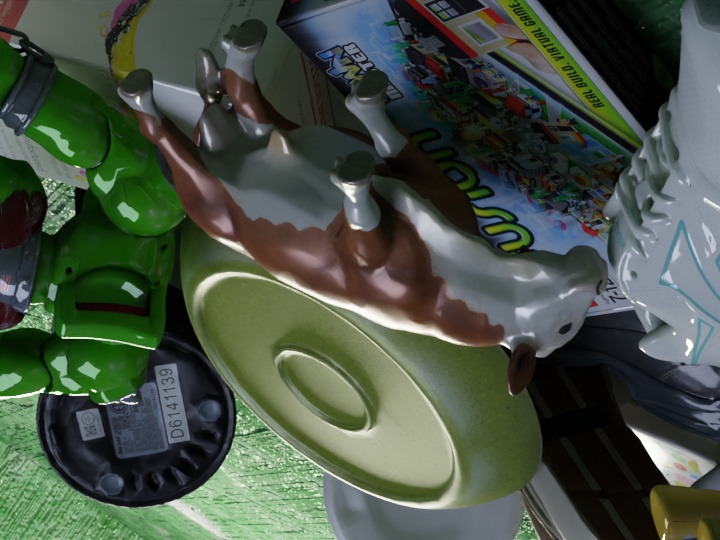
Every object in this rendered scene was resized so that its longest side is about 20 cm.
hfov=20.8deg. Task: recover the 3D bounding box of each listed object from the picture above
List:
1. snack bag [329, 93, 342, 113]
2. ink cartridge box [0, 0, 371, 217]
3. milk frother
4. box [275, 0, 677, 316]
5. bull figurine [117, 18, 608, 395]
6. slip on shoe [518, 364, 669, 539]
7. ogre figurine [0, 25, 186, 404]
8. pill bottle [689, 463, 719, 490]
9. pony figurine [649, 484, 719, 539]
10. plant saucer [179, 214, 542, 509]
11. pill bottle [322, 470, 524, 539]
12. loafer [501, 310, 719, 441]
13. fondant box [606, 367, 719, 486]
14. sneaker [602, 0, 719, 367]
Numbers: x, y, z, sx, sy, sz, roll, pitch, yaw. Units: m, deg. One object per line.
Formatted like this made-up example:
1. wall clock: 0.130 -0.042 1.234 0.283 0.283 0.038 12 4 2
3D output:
1. snack bag: -0.074 -0.084 0.973 0.187 0.022 0.200 4 149 36
2. ink cartridge box: -0.078 -0.079 0.881 0.198 0.068 0.117 15 153 15
3. milk frother: -0.092 0.025 1.206 0.198 0.182 0.189 7 -155 -10
4. box: 0.071 -0.056 0.767 0.109 0.035 0.200 -11 137 41
5. bull figurine: -0.003 -0.026 0.749 0.199 0.065 0.122 19 151 35
6. slip on shoe: 0.093 0.075 0.939 0.061 0.075 0.201 102 148 -45
7. ogre figurine: -0.140 -0.006 0.866 0.119 0.202 0.098 15 -164 -6
8. pill bottle: 0.233 0.168 0.878 0.112 0.111 0.201 83 161 -69
9. pony figurine: 0.214 0.098 0.750 0.198 0.168 0.194 -12 150 -4
10. plant saucer: -0.009 0.044 0.890 0.199 0.031 0.201 30 150 19
11. pill bottle: 0.044 0.115 1.141 0.112 0.114 0.200 31 -175 6
12. loafer: 0.108 0.005 0.897 0.199 0.073 0.073 20 137 33
13. fondant box: 0.158 0.096 1.053 0.143 0.059 0.200 22 161 31
14. sneaker: 0.123 -0.021 0.695 0.079 0.071 0.201 -5 142 12
